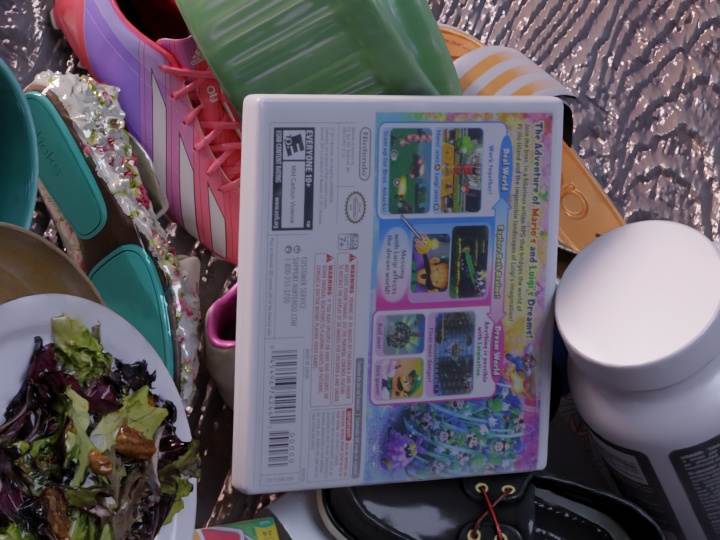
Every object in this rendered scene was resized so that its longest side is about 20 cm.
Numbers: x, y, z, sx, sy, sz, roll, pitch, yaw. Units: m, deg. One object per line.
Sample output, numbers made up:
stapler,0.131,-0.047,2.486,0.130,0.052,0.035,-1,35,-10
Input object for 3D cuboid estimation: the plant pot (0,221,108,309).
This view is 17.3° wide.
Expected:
plant pot,-0.184,0.077,1.091,0.199,0.027,0.202,0,90,-49

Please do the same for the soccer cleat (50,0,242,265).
soccer cleat,-0.093,-0.088,1.285,0.067,0.076,0.201,-37,95,-40

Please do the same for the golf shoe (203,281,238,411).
golf shoe,0.000,0.000,1.248,0.200,0.092,0.075,-41,62,-4

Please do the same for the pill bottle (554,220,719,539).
pill bottle,0.180,0.070,1.302,0.200,0.115,0.116,60,38,-47

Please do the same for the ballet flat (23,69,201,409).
ballet flat,-0.119,-0.015,1.240,0.064,0.075,0.201,-16,84,-47

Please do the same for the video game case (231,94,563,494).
video game case,0.021,0.010,1.218,0.181,0.024,0.202,-2,98,-29

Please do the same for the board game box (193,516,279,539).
board game box,-0.064,0.231,1.207,0.095,0.030,0.201,-5,77,-37

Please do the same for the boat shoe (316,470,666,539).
boat shoe,0.073,0.135,1.278,0.200,0.063,0.074,18,62,-21

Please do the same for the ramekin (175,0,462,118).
ramekin,-0.032,-0.151,1.290,0.201,0.097,0.200,58,12,-20

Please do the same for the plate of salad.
plate of salad,-0.138,0.111,1.090,0.199,0.048,0.202,0,90,-50

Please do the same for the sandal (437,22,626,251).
sandal,0.107,-0.082,1.422,0.207,0.059,0.079,48,52,8

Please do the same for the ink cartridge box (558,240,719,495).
ink cartridge box,0.154,0.078,1.433,0.199,0.050,0.162,-12,78,-20

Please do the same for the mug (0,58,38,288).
mug,-0.245,-0.033,1.118,0.152,0.114,0.186,-14,113,-48

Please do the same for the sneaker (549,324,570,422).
sneaker,0.031,0.017,1.315,0.200,0.070,0.078,41,48,9

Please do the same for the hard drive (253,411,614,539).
hard drive,0.049,0.139,1.315,0.200,0.026,0.132,-33,87,-37

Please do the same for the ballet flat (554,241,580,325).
ballet flat,0.135,0.024,1.376,0.199,0.065,0.071,19,104,-9
